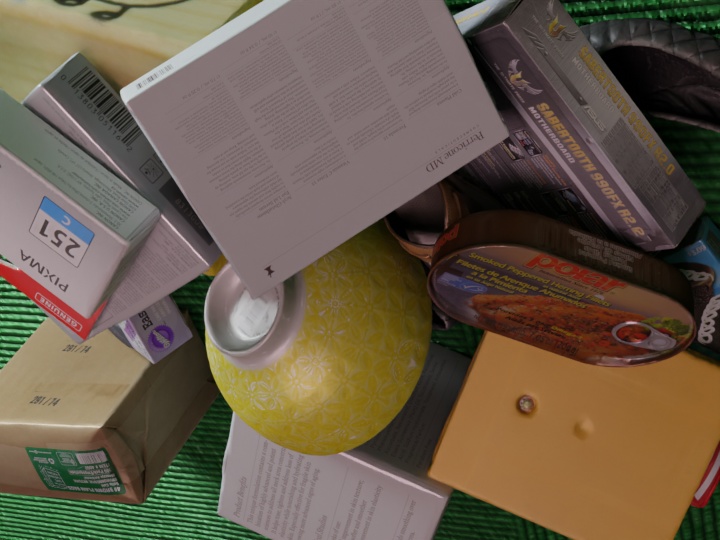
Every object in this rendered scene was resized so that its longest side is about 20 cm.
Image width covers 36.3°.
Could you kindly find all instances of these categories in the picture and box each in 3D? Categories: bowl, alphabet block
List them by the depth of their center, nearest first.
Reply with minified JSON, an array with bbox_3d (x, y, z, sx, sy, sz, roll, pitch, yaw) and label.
[{"bbox_3d":[-0.159,-0.145,0.831,0.199,0.196,0.197,16,134,14],"label":"alphabet block"},{"bbox_3d":[-0.056,0.037,0.846,0.200,0.201,0.108,-13,159,35],"label":"bowl"}]

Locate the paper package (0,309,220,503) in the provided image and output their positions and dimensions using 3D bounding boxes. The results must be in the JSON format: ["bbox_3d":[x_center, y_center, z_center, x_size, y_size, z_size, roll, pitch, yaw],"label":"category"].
[{"bbox_3d":[-0.272,0.134,1.117,0.199,0.191,0.104,-3,125,27],"label":"paper package"}]

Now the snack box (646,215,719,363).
[{"bbox_3d":[0.229,0.047,0.892,0.116,0.037,0.200,47,133,-13],"label":"snack box"}]

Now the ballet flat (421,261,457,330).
[{"bbox_3d":[0.000,0.000,0.959,0.199,0.057,0.067,15,131,17],"label":"ballet flat"}]

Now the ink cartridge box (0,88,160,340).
[{"bbox_3d":[-0.251,-0.041,0.745,0.200,0.045,0.176,38,136,-3],"label":"ink cartridge box"}]

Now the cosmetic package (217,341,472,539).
[{"bbox_3d":[-0.004,0.159,1.016,0.199,0.167,0.168,23,133,8],"label":"cosmetic package"}]

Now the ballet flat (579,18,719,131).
[{"bbox_3d":[0.208,-0.125,0.730,0.199,0.057,0.067,16,138,31],"label":"ballet flat"}]

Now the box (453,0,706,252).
[{"bbox_3d":[0.124,-0.095,0.780,0.200,0.048,0.158,48,155,-18],"label":"box"}]

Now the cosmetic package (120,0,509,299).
[{"bbox_3d":[-0.025,-0.099,0.692,0.200,0.052,0.151,-32,113,-4],"label":"cosmetic package"}]

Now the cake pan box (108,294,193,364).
[{"bbox_3d":[-0.249,-0.020,1.021,0.184,0.052,0.201,27,147,53],"label":"cake pan box"}]

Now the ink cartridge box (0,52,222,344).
[{"bbox_3d":[-0.200,-0.040,0.783,0.160,0.047,0.200,48,138,-15],"label":"ink cartridge box"}]

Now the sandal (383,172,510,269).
[{"bbox_3d":[0.052,-0.046,0.806,0.082,0.055,0.200,-29,112,28],"label":"sandal"}]

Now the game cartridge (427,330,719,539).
[{"bbox_3d":[0.176,0.122,0.872,0.199,0.032,0.177,23,100,4],"label":"game cartridge"}]

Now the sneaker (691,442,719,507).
[{"bbox_3d":[0.237,0.185,0.974,0.115,0.078,0.200,43,134,-9],"label":"sneaker"}]

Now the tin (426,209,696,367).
[{"bbox_3d":[0.144,0.014,0.780,0.199,0.042,0.112,19,150,-15],"label":"tin"}]
